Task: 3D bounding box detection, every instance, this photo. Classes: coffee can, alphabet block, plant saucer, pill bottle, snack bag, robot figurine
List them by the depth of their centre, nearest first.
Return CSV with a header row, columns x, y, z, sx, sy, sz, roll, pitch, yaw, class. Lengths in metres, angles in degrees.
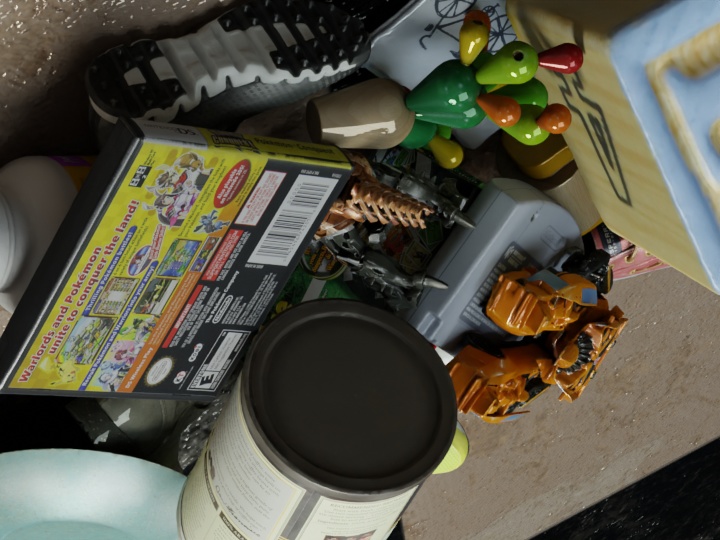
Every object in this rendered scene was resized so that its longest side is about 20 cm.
x,y,z,sx,sy,sz,roll,pitch,yaw,class
-0.173,-0.022,1.579,0.200,0.104,0.104,-3,137,-40,pill bottle
0.239,-0.127,1.615,0.195,0.200,0.197,-28,110,-7,alphabet block
-0.034,0.132,1.681,0.146,0.147,0.200,-15,155,-27,coffee can
0.106,-0.178,1.702,0.200,0.021,0.188,-41,147,11,snack bag
0.127,0.053,1.759,0.145,0.058,0.200,-59,157,15,robot figurine
-0.209,0.185,1.801,0.200,0.039,0.201,0,153,0,plant saucer

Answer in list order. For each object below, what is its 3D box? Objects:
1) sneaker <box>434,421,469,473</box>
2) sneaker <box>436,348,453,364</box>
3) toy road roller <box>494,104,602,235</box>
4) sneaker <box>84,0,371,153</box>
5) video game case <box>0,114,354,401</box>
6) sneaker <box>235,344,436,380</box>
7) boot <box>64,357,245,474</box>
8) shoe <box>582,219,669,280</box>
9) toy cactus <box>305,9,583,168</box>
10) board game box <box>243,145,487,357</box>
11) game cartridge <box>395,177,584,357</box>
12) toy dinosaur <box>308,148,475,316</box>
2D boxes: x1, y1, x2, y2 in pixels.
x,y,z,sx,sy,sz,roll,pitch,yaw,class
-0.004,0.144,1.864,0.199,0.091,0.078,6,142,-29,sneaker
0.014,0.064,1.892,0.200,0.074,0.088,-43,145,19,sneaker
0.214,-0.081,1.809,0.200,0.146,0.123,-35,148,2,toy road roller
-0.088,-0.116,1.572,0.200,0.067,0.091,-18,153,-26,sneaker
-0.119,-0.002,1.540,0.180,0.026,0.200,5,126,-45,video game case
-0.011,0.042,1.808,0.201,0.108,0.067,-46,146,19,sneaker
-0.129,0.103,1.816,0.131,0.068,0.200,-38,158,-4,boot
0.221,-0.030,1.894,0.091,0.072,0.200,-16,175,-42,shoe
0.046,-0.115,1.596,0.164,0.103,0.200,-9,-177,-19,toy cactus
0.000,0.000,1.736,0.200,0.105,0.023,-62,174,21,board game box
0.099,0.005,1.756,0.133,0.041,0.200,-58,158,-1,game cartridge
-0.006,-0.037,1.630,0.136,0.200,0.102,30,103,-24,toy dinosaur
